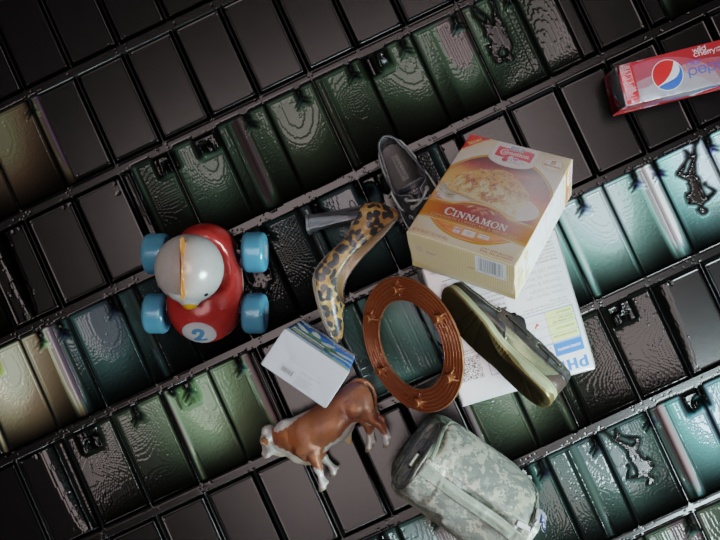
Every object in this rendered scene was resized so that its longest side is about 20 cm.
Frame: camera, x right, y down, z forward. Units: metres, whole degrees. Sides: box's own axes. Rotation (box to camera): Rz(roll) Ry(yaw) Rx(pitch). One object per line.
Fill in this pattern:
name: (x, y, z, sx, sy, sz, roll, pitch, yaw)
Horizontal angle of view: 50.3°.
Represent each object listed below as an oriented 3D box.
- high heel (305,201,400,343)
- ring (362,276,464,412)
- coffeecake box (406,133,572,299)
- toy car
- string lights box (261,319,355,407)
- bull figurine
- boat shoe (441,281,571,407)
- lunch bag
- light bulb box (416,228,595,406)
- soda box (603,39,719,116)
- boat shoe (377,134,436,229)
high heel: (0.000, 0.000, 1.137, 0.142, 0.071, 0.201, -9, 84, 3)
ring: (0.067, 0.107, 1.087, 0.019, 0.200, 0.201, -16, 88, -40)
coffeecake box: (0.177, -0.078, 1.032, 0.153, 0.073, 0.200, 19, 58, 25)
toy car: (-0.235, 0.018, 1.080, 0.183, 0.200, 0.178, 0, 89, 2)
string lights box: (-0.068, 0.125, 1.072, 0.103, 0.200, 0.059, 34, 91, 1)
bull figurine: (-0.053, 0.245, 1.139, 0.200, 0.065, 0.122, -34, 92, 3)
boat shoe: (0.191, 0.088, 1.009, 0.066, 0.072, 0.201, -36, 74, -25)
lunch bag: (0.150, 0.309, 1.078, 0.200, 0.168, 0.140, 35, 91, 2)
light bulb box: (0.202, 0.065, 1.101, 0.197, 0.125, 0.201, -16, 90, 1)
soda box: (0.467, -0.286, 1.123, 0.199, 0.070, 0.064, -13, 89, 1)
boat shoe: (0.082, -0.110, 1.116, 0.071, 0.068, 0.201, -27, 75, 7)
